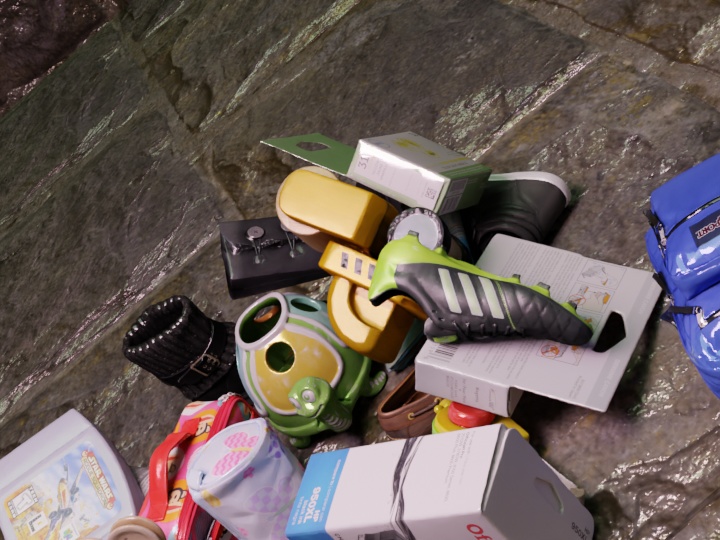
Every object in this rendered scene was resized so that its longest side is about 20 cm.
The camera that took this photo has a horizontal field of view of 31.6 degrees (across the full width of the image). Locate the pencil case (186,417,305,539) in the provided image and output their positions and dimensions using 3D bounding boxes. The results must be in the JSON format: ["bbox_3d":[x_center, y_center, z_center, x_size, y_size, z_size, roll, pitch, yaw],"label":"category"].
[{"bbox_3d":[-0.065,0.223,1.107,0.091,0.200,0.083,-39,22,-9],"label":"pencil case"}]

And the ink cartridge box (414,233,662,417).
[{"bbox_3d":[0.167,0.055,1.156,0.173,0.044,0.200,15,43,21],"label":"ink cartridge box"}]

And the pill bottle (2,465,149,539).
[{"bbox_3d":[-0.256,0.253,1.292,0.200,0.114,0.114,2,47,23],"label":"pill bottle"}]

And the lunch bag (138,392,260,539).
[{"bbox_3d":[-0.142,0.222,1.209,0.082,0.176,0.200,-10,41,26],"label":"lunch bag"}]

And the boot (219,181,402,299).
[{"bbox_3d":[-0.055,-0.052,1.378,0.200,0.066,0.165,-14,40,-2],"label":"boot"}]

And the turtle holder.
[{"bbox_3d":[-0.067,0.105,1.327,0.141,0.132,0.186,-24,34,27],"label":"turtle holder"}]

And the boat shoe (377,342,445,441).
[{"bbox_3d":[0.095,0.090,1.221,0.200,0.068,0.072,-48,30,-11],"label":"boat shoe"}]

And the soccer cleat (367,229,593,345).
[{"bbox_3d":[0.103,0.035,1.111,0.200,0.068,0.081,22,79,15],"label":"soccer cleat"}]

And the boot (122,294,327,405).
[{"bbox_3d":[-0.146,0.071,1.438,0.211,0.158,0.079,-39,30,5],"label":"boot"}]

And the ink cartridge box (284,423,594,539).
[{"bbox_3d":[0.064,0.207,1.025,0.200,0.145,0.084,-16,40,38],"label":"ink cartridge box"}]

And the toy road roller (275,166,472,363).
[{"bbox_3d":[0.000,0.000,1.230,0.200,0.123,0.146,24,84,22],"label":"toy road roller"}]

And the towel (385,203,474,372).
[{"bbox_3d":[0.064,-0.005,1.359,0.147,0.022,0.200,-47,33,31],"label":"towel"}]

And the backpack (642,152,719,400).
[{"bbox_3d":[0.306,0.014,0.979,0.162,0.168,0.200,-35,33,24],"label":"backpack"}]

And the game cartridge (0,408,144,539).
[{"bbox_3d":[-0.278,0.231,1.222,0.133,0.042,0.200,-38,52,1],"label":"game cartridge"}]

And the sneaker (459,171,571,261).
[{"bbox_3d":[0.122,-0.049,1.368,0.200,0.071,0.099,-6,40,40],"label":"sneaker"}]

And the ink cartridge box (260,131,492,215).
[{"bbox_3d":[0.019,-0.117,1.297,0.146,0.200,0.048,-21,-45,-66],"label":"ink cartridge box"}]

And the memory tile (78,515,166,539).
[{"bbox_3d":[-0.191,0.310,1.134,0.153,0.200,0.017,-28,24,20],"label":"memory tile"}]

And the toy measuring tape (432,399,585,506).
[{"bbox_3d":[0.113,0.162,1.102,0.074,0.074,0.200,-44,33,-4],"label":"toy measuring tape"}]
